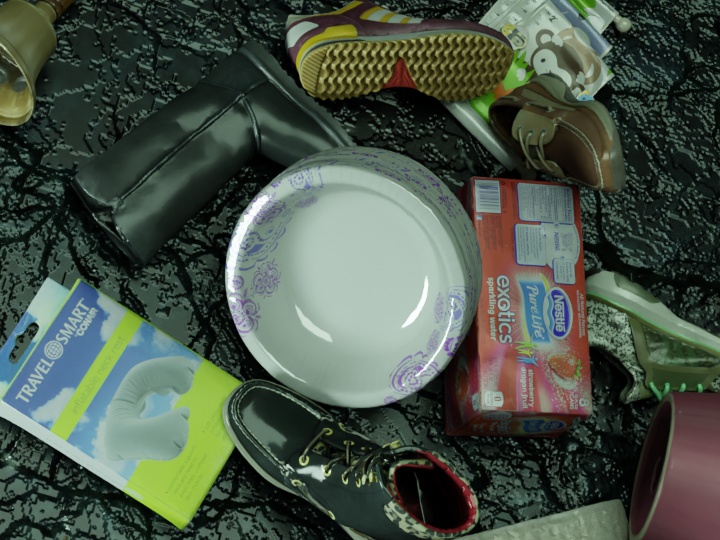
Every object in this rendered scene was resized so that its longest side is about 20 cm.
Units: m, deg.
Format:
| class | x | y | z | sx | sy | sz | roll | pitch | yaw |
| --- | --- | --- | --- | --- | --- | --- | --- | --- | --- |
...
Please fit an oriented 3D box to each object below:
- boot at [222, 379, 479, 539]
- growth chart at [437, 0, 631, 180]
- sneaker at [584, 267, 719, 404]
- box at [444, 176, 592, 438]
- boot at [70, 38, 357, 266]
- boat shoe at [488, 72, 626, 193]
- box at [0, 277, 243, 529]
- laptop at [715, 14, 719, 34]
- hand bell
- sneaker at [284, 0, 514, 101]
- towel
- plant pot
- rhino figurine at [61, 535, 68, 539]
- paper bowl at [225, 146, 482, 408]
| class | x | y | z | sx | sy | sz | roll | pitch | yaw |
| --- | --- | --- | --- | --- | --- | --- | --- | --- | --- |
| boot | -0.005 | 0.143 | 1.466 | 0.203 | 0.154 | 0.074 | 40 | 68 | -3 |
| growth chart | 0.155 | -0.185 | 1.716 | 0.144 | 0.018 | 0.201 | 36 | 70 | -1 |
| sneaker | 0.257 | 0.084 | 1.639 | 0.199 | 0.077 | 0.089 | 32 | 81 | 3 |
| box | 0.126 | 0.033 | 1.598 | 0.099 | 0.095 | 0.202 | 3 | 72 | -15 |
| boot | -0.115 | -0.074 | 1.586 | 0.165 | 0.066 | 0.200 | 45 | 65 | 11 |
| boat shoe | 0.161 | -0.105 | 1.599 | 0.071 | 0.200 | 0.076 | -17 | 112 | -10 |
| box | -0.191 | 0.099 | 1.525 | 0.199 | 0.048 | 0.122 | 32 | 68 | -4 |
| laptop | 0.453 | -0.162 | 1.789 | 0.198 | 0.116 | 0.189 | -15 | 75 | 11 |
| hand bell | -0.254 | -0.222 | 1.602 | 0.104 | 0.104 | 0.200 | 38 | 55 | 0 |
| sneaker | 0.033 | -0.197 | 1.653 | 0.198 | 0.075 | 0.090 | -1 | 40 | -21 |
| towel | 0.140 | 0.270 | 1.563 | 0.198 | 0.034 | 0.134 | -10 | 77 | -18 |
| plant pot | 0.319 | 0.181 | 1.555 | 0.178 | 0.200 | 0.202 | 15 | 70 | 0 |
| rhino figurine | -0.168 | 0.284 | 1.465 | 0.087 | 0.060 | 0.200 | -32 | 82 | -38 |
| paper bowl | 0.000 | 0.000 | 1.542 | 0.200 | 0.201 | 0.104 | 41 | 24 | 1 |
